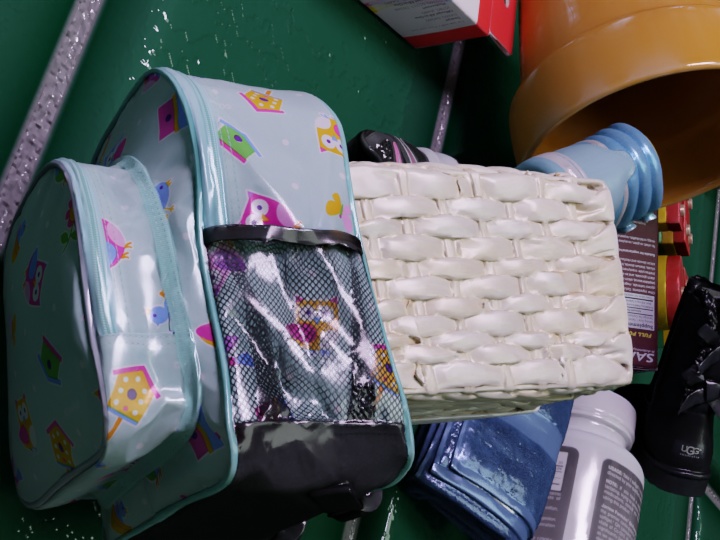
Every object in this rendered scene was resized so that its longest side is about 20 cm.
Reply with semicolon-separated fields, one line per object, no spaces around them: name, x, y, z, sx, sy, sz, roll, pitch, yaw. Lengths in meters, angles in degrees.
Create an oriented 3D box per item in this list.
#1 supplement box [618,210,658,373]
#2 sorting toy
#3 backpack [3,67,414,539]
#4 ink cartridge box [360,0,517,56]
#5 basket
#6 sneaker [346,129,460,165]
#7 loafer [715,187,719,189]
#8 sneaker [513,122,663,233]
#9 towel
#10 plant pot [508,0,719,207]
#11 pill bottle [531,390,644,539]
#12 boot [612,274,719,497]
supplement box;0.201;-0.011;0.982;0.061;0.109;0.200;8;78;-21
sorting toy;0.283;-0.012;1.109;0.200;0.070;0.199;32;59;-68
backpack;-0.076;0.014;0.508;0.153;0.176;0.200;9;64;-25
ink cartridge box;0.042;-0.239;0.815;0.200;0.067;0.116;29;64;-52
basket;0.040;0.014;0.638;0.200;0.123;0.136;1;78;-30
sneaker;0.000;0.000;0.733;0.086;0.080;0.200;27;60;-32
loafer;0.472;-0.204;1.464;0.076;0.067;0.200;7;80;-56
sneaker;0.139;-0.034;0.805;0.130;0.200;0.080;-24;83;-28
towel;0.109;0.104;0.857;0.112;0.049;0.200;37;51;-15
plant pot;0.201;-0.169;0.867;0.200;0.200;0.183;28;45;-52
pill bottle;0.163;0.195;0.905;0.111;0.111;0.200;51;47;-41
boot;0.270;0.083;0.968;0.198;0.073;0.163;-96;-161;-78
